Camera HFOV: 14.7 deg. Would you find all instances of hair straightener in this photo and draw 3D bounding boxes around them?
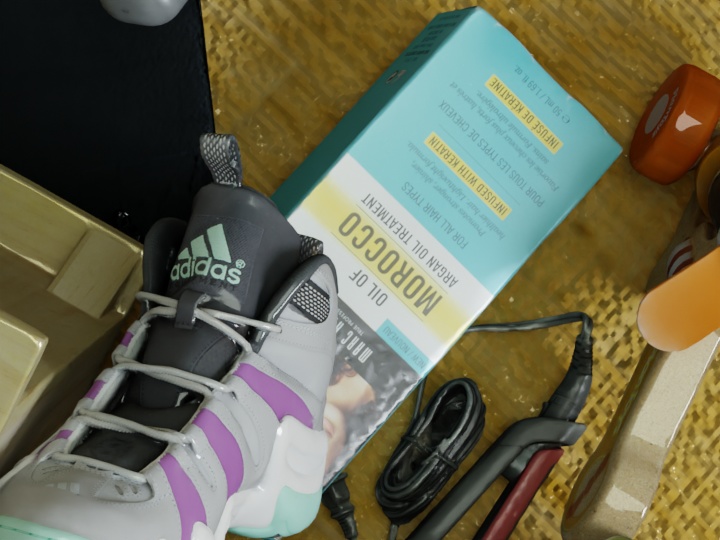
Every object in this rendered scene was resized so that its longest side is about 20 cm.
[{"bbox_3d":[0.021,0.091,1.053,0.077,0.041,0.200,36,81,-6],"label":"hair straightener"}]

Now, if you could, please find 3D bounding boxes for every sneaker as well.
[{"bbox_3d":[-0.059,0.025,0.906,0.078,0.200,0.140,13,101,15],"label":"sneaker"}]

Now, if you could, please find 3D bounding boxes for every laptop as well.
[{"bbox_3d":[-0.159,-0.093,1.049,0.187,0.116,0.200,-10,61,-11],"label":"laptop"}]

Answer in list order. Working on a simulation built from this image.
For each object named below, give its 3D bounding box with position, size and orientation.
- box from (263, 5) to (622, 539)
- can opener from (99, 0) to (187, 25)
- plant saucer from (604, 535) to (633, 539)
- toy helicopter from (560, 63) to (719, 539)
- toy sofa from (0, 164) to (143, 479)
[{"bbox_3d":[0.000,0.000,1.047,0.082,0.049,0.200,43,80,-12],"label":"box"},{"bbox_3d":[-0.050,-0.167,1.018,0.066,0.053,0.200,6,47,24],"label":"can opener"},{"bbox_3d":[0.086,0.195,0.984,0.031,0.200,0.200,11,83,22],"label":"plant saucer"},{"bbox_3d":[0.129,0.015,1.029,0.079,0.132,0.200,27,82,-11],"label":"toy helicopter"},{"bbox_3d":[-0.140,0.029,0.931,0.083,0.200,0.098,29,101,2],"label":"toy sofa"}]
